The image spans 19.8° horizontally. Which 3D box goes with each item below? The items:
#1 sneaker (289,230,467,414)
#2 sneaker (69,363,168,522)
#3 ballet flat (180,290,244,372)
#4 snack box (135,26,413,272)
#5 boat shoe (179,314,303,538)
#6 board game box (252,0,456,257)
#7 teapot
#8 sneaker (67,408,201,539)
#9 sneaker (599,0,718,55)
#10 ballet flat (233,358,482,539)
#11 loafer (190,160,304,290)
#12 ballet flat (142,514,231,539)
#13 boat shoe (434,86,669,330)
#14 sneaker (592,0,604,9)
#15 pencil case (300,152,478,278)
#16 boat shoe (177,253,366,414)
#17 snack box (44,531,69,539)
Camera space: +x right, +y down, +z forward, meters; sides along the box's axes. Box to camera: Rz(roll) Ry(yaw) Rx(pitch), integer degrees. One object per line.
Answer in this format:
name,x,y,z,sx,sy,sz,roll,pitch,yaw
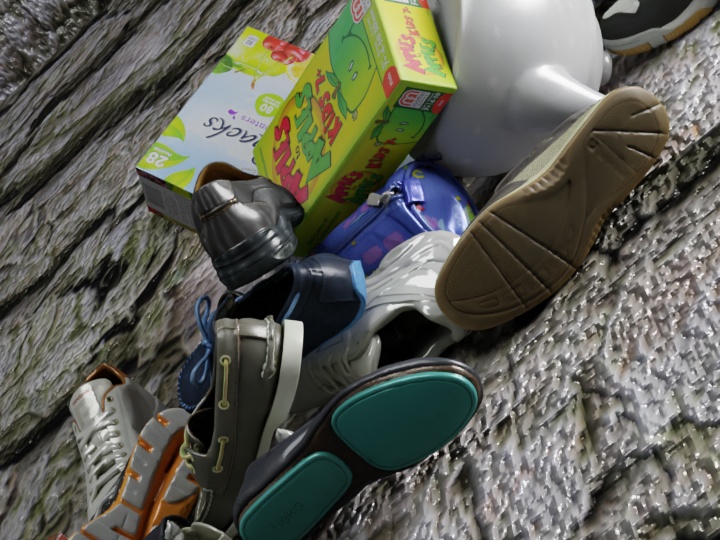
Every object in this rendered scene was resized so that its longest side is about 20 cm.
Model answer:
sneaker,-0.001,0.052,1.424,0.200,0.078,0.100,-36,25,30
sneaker,-0.206,0.143,1.650,0.073,0.085,0.200,-39,21,13
ballet flat,-0.104,0.080,1.587,0.068,0.068,0.200,-37,21,21
snack box,-0.050,-0.086,1.645,0.199,0.068,0.169,25,62,23
boat shoe,-0.089,0.106,1.391,0.072,0.060,0.202,-92,16,-46
board game box,-0.008,-0.109,1.500,0.200,0.047,0.102,-53,43,42
teapot,0.114,-0.159,1.520,0.197,0.145,0.201,132,139,-65
sneaker,-0.166,0.197,1.490,0.200,0.078,0.077,-57,0,-28
sneaker,0.241,-0.238,1.498,0.200,0.088,0.076,-37,22,28
ballet flat,-0.004,0.104,1.309,0.200,0.073,0.073,-39,19,24
loafer,-0.084,-0.047,1.447,0.073,0.072,0.200,-31,11,0
ballet flat,-0.107,0.202,1.346,0.073,0.073,0.200,-47,17,-6
boat shoe,0.125,-0.039,1.369,0.200,0.073,0.065,-43,8,-6
sneaker,0.187,-0.265,1.721,0.087,0.075,0.200,-25,32,19
pencil case,0.000,0.000,1.496,0.200,0.087,0.078,-39,39,32
boat shoe,-0.077,0.037,1.425,0.200,0.068,0.084,-44,50,38
snack box,-0.242,0.256,1.315,0.072,0.024,0.200,-31,23,37
